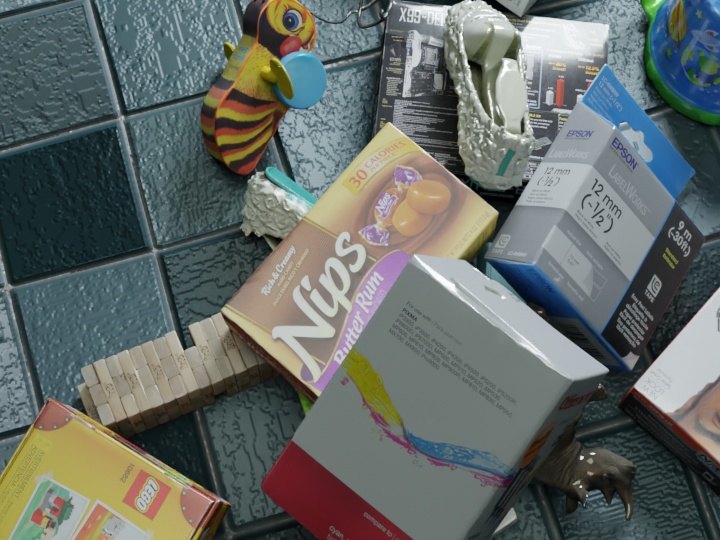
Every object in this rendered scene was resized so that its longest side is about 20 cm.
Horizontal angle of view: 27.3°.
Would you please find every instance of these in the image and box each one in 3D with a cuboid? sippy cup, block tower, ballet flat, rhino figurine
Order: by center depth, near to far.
[{"bbox_3d":[0.145,0.115,1.157,0.087,0.060,0.201,-37,86,-23],"label":"rhino figurine"},{"bbox_3d":[-0.126,0.074,1.183,0.198,0.058,0.054,-23,71,-9],"label":"block tower"},{"bbox_3d":[0.110,-0.155,1.186,0.071,0.072,0.202,-3,54,-3],"label":"ballet flat"},{"bbox_3d":[-0.014,-0.012,1.222,0.199,0.072,0.072,32,72,12],"label":"ballet flat"},{"bbox_3d":[0.320,-0.213,1.264,0.175,0.131,0.141,7,69,1],"label":"sippy cup"}]

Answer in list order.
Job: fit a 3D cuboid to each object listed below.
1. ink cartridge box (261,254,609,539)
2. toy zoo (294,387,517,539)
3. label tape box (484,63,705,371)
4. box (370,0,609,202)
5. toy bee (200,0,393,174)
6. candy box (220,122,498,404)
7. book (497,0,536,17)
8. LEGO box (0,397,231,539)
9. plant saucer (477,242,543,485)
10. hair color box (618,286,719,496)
[{"bbox_3d":[0.057,0.110,1.061,0.144,0.145,0.201,36,101,16],"label":"ink cartridge box"},{"bbox_3d":[0.039,0.155,1.167,0.130,0.020,0.202,-21,71,0],"label":"toy zoo"},{"bbox_3d":[0.206,-0.044,1.192,0.143,0.066,0.201,43,72,-30],"label":"label tape box"},{"bbox_3d":[0.110,-0.142,1.274,0.197,0.050,0.160,6,69,0],"label":"box"},{"bbox_3d":[-0.079,-0.188,1.250,0.109,0.130,0.201,43,62,-29],"label":"toy bee"},{"bbox_3d":[0.000,0.000,1.147,0.116,0.057,0.200,40,79,11],"label":"candy box"},{"bbox_3d":[0.095,-0.320,1.321,0.199,0.048,0.134,36,51,7],"label":"book"},{"bbox_3d":[-0.209,0.218,1.076,0.148,0.077,0.201,30,81,8],"label":"LEGO box"},{"bbox_3d":[0.124,0.071,1.213,0.069,0.019,0.203,6,71,1],"label":"plant saucer"},{"bbox_3d":[0.316,0.068,1.196,0.111,0.064,0.200,41,75,11],"label":"hair color box"}]
